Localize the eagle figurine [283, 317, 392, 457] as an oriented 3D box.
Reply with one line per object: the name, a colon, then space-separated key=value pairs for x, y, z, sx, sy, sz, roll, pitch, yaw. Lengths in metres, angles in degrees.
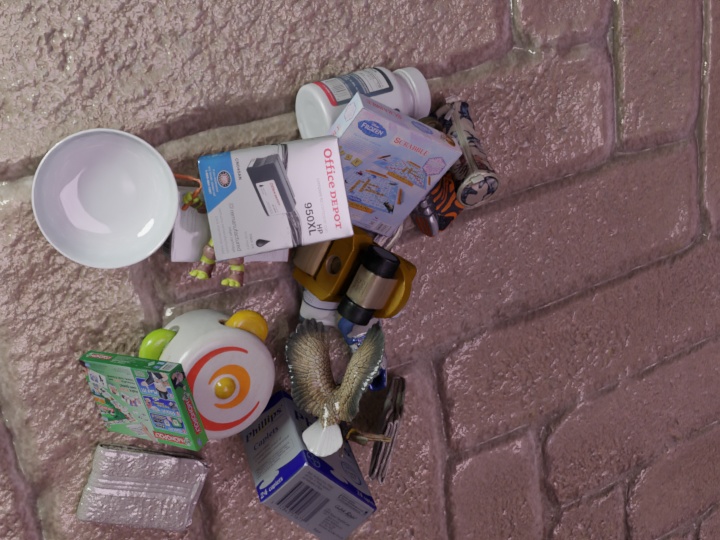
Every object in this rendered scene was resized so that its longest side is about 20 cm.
eagle figurine: x=-0.038 y=0.187 z=1.403 sx=0.151 sy=0.151 sz=0.202 roll=-12 pitch=112 yaw=-22

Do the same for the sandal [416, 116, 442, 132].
sandal: x=0.059 y=-0.189 z=1.418 sx=0.081 sy=0.055 sz=0.200 roll=-6 pitch=148 yaw=-38

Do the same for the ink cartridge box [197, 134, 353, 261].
ink cartridge box: x=-0.119 y=-0.105 z=1.229 sx=0.198 sy=0.084 sz=0.146 roll=-11 pitch=101 yaw=-6

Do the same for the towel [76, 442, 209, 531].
towel: x=-0.353 y=0.358 z=1.419 sx=0.199 sy=0.034 sz=0.134 roll=16 pitch=96 yaw=-33

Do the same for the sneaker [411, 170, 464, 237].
sneaker: x=0.128 y=-0.167 z=1.529 sx=0.112 sy=0.077 sz=0.201 roll=-38 pitch=130 yaw=-21

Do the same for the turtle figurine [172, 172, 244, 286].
turtle figurine: x=-0.206 y=-0.065 z=1.299 sx=0.198 sy=0.064 sz=0.163 roll=14 pitch=96 yaw=-12

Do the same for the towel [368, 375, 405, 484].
towel: x=0.048 y=0.280 z=1.543 sx=0.034 sy=0.200 sz=0.134 roll=16 pitch=103 yaw=1

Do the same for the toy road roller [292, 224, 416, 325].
toy road roller: x=0.000 y=0.000 z=1.420 sx=0.146 sy=0.200 sz=0.124 roll=7 pitch=115 yaw=-54

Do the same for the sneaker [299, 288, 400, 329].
sneaker: x=-0.020 y=0.067 z=1.517 sx=0.199 sy=0.073 sz=0.071 roll=9 pitch=123 yaw=-31

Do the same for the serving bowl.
serving bowl: x=-0.362 y=-0.107 z=1.240 sx=0.198 sy=0.066 sz=0.202 roll=-4 pitch=108 yaw=-13

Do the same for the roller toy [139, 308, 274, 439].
roller toy: x=-0.232 y=0.164 z=1.368 sx=0.199 sy=0.140 sz=0.184 roll=-20 pitch=115 yaw=-25

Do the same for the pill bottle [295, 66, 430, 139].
pill bottle: x=0.008 y=-0.260 z=1.393 sx=0.199 sy=0.119 sz=0.121 roll=-20 pitch=114 yaw=-25

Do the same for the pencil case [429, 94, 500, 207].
pencil case: x=0.176 y=-0.200 z=1.469 sx=0.077 sy=0.201 sz=0.090 roll=-21 pitch=143 yaw=9

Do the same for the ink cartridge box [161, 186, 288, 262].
ink cartridge box: x=-0.207 y=-0.071 z=1.365 sx=0.199 sy=0.050 sz=0.110 roll=0 pitch=104 yaw=-32

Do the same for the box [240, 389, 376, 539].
box: x=-0.091 y=0.330 z=1.459 sx=0.105 sy=0.200 sz=0.184 roll=-43 pitch=124 yaw=7

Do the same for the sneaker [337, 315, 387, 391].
sneaker: x=0.016 y=0.136 z=1.492 sx=0.075 sy=0.089 sz=0.201 roll=-21 pitch=144 yaw=0

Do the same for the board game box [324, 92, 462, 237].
board game box: x=0.022 y=-0.157 z=1.349 sx=0.199 sy=0.041 sz=0.200 roll=19 pitch=128 yaw=-34

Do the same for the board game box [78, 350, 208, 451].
board game box: x=-0.325 y=0.192 z=1.292 sx=0.029 sy=0.199 sz=0.136 roll=-42 pitch=126 yaw=-46

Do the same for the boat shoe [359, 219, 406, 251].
boat shoe: x=0.022 y=-0.064 z=1.489 sx=0.073 sy=0.074 sz=0.201 roll=24 pitch=84 yaw=-25
